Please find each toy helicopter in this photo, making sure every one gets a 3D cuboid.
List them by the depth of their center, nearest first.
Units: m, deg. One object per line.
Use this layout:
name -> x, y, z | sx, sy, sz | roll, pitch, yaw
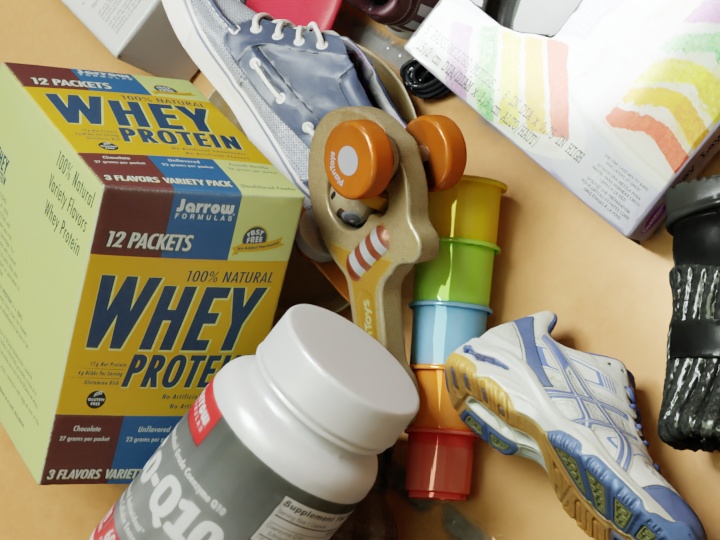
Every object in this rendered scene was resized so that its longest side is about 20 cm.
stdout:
toy helicopter -> 0.000, 0.000, 1.299 | 0.132, 0.079, 0.201 | -3, 94, 48

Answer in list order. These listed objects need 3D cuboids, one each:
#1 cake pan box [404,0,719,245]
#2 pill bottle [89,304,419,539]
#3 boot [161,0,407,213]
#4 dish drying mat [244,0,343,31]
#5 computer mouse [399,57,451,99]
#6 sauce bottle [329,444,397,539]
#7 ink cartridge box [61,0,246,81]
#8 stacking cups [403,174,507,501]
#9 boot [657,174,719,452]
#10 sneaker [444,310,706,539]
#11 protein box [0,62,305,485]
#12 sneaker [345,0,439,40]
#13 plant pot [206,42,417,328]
cake pan box -> 0.151, -0.148, 1.284 | 0.200, 0.052, 0.184 | 43, 100, 18
pill bottle -> -0.063, 0.123, 1.250 | 0.200, 0.114, 0.114 | -52, 58, 19
boot -> -0.047, -0.139, 1.373 | 0.090, 0.073, 0.200 | -37, 79, 25
dish drying mat -> -0.021, -0.233, 1.408 | 0.077, 0.018, 0.201 | 30, 104, 33
computer mouse -> 0.070, -0.222, 1.377 | 0.140, 0.046, 0.201 | -15, 71, 30
sauce bottle -> -0.010, 0.190, 1.318 | 0.065, 0.065, 0.201 | 6, 82, 33
ink cartridge box -> -0.162, -0.251, 1.506 | 0.146, 0.084, 0.200 | -51, 57, 12
stacking cups -> 0.056, 0.043, 1.324 | 0.060, 0.060, 0.201 | 1, 84, 32
boot -> 0.260, 0.018, 1.178 | 0.211, 0.079, 0.158 | -15, 64, 40
sneaker -> 0.140, 0.091, 1.233 | 0.088, 0.075, 0.200 | -32, 56, -23
protein box -> -0.154, 0.000, 1.343 | 0.199, 0.134, 0.201 | 45, 127, 52
sneaker -> -0.010, -0.239, 1.322 | 0.076, 0.115, 0.200 | -33, 81, 20
plant pot -> -0.039, -0.057, 1.418 | 0.199, 0.027, 0.201 | -8, 75, 31
